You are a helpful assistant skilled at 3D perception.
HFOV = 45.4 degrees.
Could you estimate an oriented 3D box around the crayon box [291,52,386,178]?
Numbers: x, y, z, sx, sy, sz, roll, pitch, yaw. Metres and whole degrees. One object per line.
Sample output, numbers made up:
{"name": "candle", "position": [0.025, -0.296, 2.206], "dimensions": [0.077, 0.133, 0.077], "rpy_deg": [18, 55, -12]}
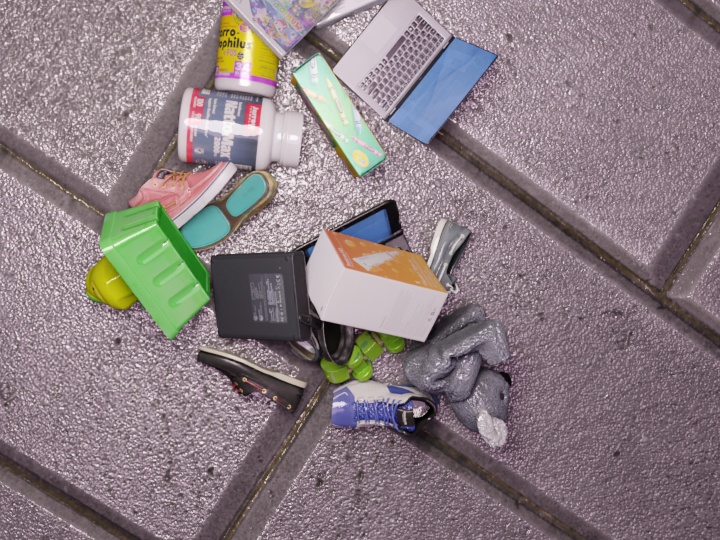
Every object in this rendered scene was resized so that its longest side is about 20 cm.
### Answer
{"name": "crayon box", "position": [-0.038, -0.252, 1.428], "dimensions": [0.058, 0.119, 0.202], "rpy_deg": [-34, 98, -2]}

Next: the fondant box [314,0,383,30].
{"name": "fondant box", "position": [-0.047, -0.525, 1.431], "dimensions": [0.142, 0.058, 0.204], "rpy_deg": [-22, 98, 0]}

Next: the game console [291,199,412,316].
{"name": "game console", "position": [0.000, 0.000, 1.456], "dimensions": [0.197, 0.116, 0.179], "rpy_deg": [-26, 97, -3]}

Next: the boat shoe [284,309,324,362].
{"name": "boat shoe", "position": [-0.130, 0.070, 1.461], "dimensions": [0.199, 0.060, 0.076], "rpy_deg": [43, 121, -1]}

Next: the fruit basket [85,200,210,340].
{"name": "fruit basket", "position": [-0.366, 0.011, 1.393], "dimensions": [0.210, 0.156, 0.220], "rpy_deg": [-5, 118, -9]}

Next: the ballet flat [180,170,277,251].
{"name": "ballet flat", "position": [-0.216, -0.097, 1.444], "dimensions": [0.198, 0.071, 0.071], "rpy_deg": [-35, 98, 19]}

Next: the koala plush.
{"name": "koala plush", "position": [0.185, 0.195, 1.471], "dimensions": [0.181, 0.177, 0.203], "rpy_deg": [-30, 104, -1]}

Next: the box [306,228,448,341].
{"name": "box", "position": [0.022, 0.025, 1.392], "dimensions": [0.196, 0.125, 0.099], "rpy_deg": [13, 115, -28]}

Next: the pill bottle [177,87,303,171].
{"name": "pill bottle", "position": [-0.194, -0.227, 1.414], "dimensions": [0.195, 0.120, 0.123], "rpy_deg": [6, 94, -7]}

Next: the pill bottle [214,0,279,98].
{"name": "pill bottle", "position": [-0.179, -0.390, 1.408], "dimensions": [0.102, 0.104, 0.205], "rpy_deg": [6, 94, -6]}

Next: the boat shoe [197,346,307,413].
{"name": "boat shoe", "position": [-0.191, 0.185, 1.472], "dimensions": [0.198, 0.074, 0.064], "rpy_deg": [25, 84, -12]}

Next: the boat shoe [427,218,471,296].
{"name": "boat shoe", "position": [0.141, 0.014, 1.487], "dimensions": [0.060, 0.073, 0.205], "rpy_deg": [14, 87, 15]}

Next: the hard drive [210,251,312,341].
{"name": "hard drive", "position": [-0.168, 0.043, 1.419], "dimensions": [0.197, 0.033, 0.143], "rpy_deg": [-1, 97, 39]}

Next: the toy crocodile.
{"name": "toy crocodile", "position": [0.019, 0.127, 1.500], "dimensions": [0.199, 0.062, 0.068], "rpy_deg": [-40, 139, -2]}

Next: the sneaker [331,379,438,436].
{"name": "sneaker", "position": [0.047, 0.235, 1.482], "dimensions": [0.194, 0.115, 0.083], "rpy_deg": [-3, 94, -6]}

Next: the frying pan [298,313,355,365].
{"name": "frying pan", "position": [-0.056, 0.107, 1.398], "dimensions": [0.030, 0.189, 0.118], "rpy_deg": [-5, 99, 26]}

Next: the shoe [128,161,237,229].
{"name": "shoe", "position": [-0.293, -0.134, 1.402], "dimensions": [0.199, 0.072, 0.091], "rpy_deg": [-36, 105, 29]}

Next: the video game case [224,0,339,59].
{"name": "video game case", "position": [-0.110, -0.453, 1.364], "dimensions": [0.143, 0.018, 0.201], "rpy_deg": [44, 73, -7]}

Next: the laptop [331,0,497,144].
{"name": "laptop", "position": [0.087, -0.345, 1.435], "dimensions": [0.199, 0.116, 0.188], "rpy_deg": [41, 89, -8]}
